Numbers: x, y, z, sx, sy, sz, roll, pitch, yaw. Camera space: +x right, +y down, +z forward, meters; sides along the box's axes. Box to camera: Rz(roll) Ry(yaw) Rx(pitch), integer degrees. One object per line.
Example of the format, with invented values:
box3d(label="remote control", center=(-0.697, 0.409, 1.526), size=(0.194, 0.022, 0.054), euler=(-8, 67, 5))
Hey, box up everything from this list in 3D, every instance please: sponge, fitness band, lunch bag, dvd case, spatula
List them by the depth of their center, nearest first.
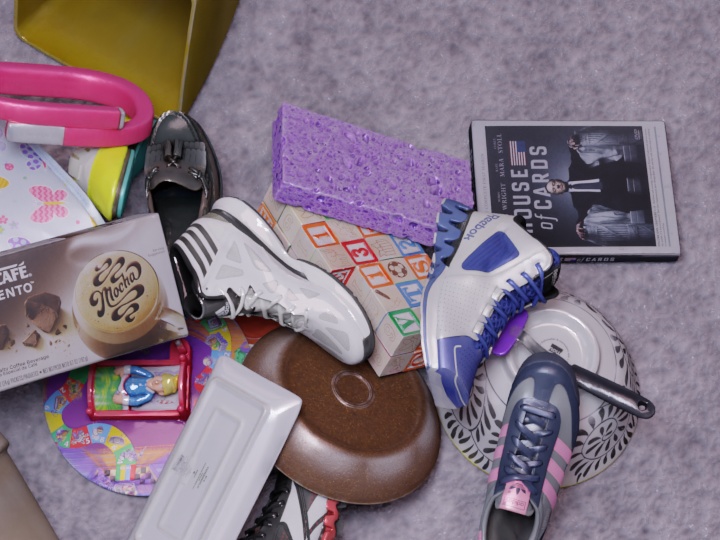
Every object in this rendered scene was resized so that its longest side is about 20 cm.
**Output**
box3d(label="spatula", center=(0.174, 0.080, 1.637), size=(0.199, 0.021, 0.057), euler=(29, 64, 8))
box3d(label="lunch bag", center=(-0.333, -0.019, 1.690), size=(0.169, 0.128, 0.200), euler=(-37, 64, -21))
box3d(label="fitness band", center=(-0.288, -0.157, 1.695), size=(0.198, 0.038, 0.144), euler=(3, 24, -25))
box3d(label="sponge", center=(0.013, -0.085, 1.728), size=(0.199, 0.030, 0.112), euler=(17, 43, -17))
box3d(label="dvd case", center=(0.210, -0.079, 1.813), size=(0.198, 0.025, 0.151), euler=(0, 65, -5))

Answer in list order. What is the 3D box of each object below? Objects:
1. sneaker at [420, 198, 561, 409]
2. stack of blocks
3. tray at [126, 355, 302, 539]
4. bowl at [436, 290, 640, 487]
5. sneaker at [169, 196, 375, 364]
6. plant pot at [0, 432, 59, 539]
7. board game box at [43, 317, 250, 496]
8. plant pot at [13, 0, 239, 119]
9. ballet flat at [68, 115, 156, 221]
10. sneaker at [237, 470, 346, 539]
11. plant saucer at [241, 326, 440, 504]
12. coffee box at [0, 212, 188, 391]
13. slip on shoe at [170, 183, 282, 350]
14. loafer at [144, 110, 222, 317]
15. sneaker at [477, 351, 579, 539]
box3d(label="sneaker", center=(0.117, 0.020, 1.613), size=(0.114, 0.081, 0.201), euler=(0, 55, 13))
box3d(label="stack of blocks", center=(0.000, 0.000, 1.704), size=(0.115, 0.059, 0.201), euler=(-11, 56, -38))
box3d(label="tray", center=(-0.136, 0.181, 1.609), size=(0.107, 0.022, 0.201), euler=(26, 88, 36))
box3d(label="bowl", center=(0.170, 0.091, 1.695), size=(0.199, 0.094, 0.202), euler=(2, 65, -3))
box3d(label="sneaker", center=(-0.089, 0.034, 1.622), size=(0.200, 0.076, 0.115), euler=(41, 52, 10))
box3d(label="plant pot", center=(-0.332, 0.249, 1.548), size=(0.173, 0.200, 0.200), euler=(44, 69, -3))
box3d(label="board game box", center=(-0.197, 0.100, 1.672), size=(0.200, 0.039, 0.158), euler=(-44, 75, -11))
box3d(label="plant pot", center=(-0.206, -0.301, 1.796), size=(0.199, 0.201, 0.177), euler=(30, 56, 9))
box3d(label="ballet flat", center=(-0.238, -0.101, 1.720), size=(0.066, 0.067, 0.200), euler=(13, 24, -2))
box3d(label="sneaker", center=(-0.069, 0.236, 1.613), size=(0.097, 0.071, 0.202), euler=(15, 64, -22))
box3d(label="plant saucer", center=(-0.012, 0.117, 1.659), size=(0.199, 0.037, 0.201), euler=(14, 46, -15))
box3d(label="coffee box", center=(-0.264, 0.029, 1.592), size=(0.199, 0.080, 0.114), euler=(-16, 96, -26))
box3d(label="slip on shoe", center=(-0.130, -0.009, 1.735), size=(0.074, 0.061, 0.201), euler=(-24, 71, -16))
box3d(label="loafer", center=(-0.165, -0.061, 1.691), size=(0.071, 0.063, 0.202), euler=(-8, 71, 5))
box3d(label="sneaker", center=(0.148, 0.174, 1.606), size=(0.070, 0.082, 0.202), euler=(11, 104, 11))
